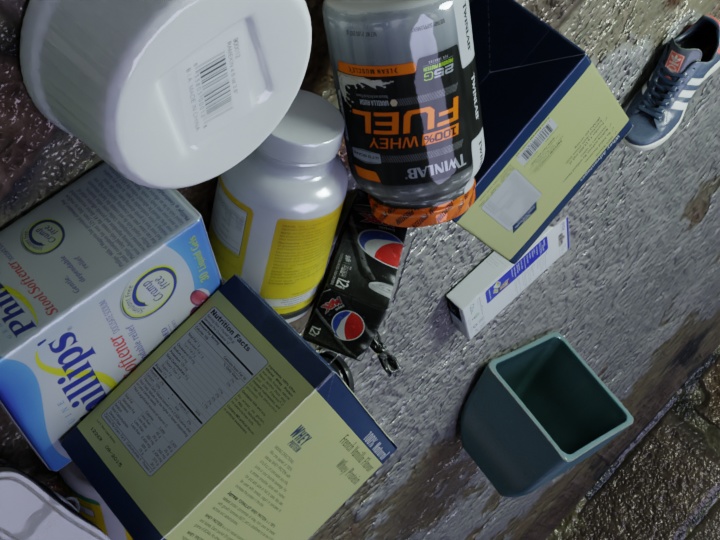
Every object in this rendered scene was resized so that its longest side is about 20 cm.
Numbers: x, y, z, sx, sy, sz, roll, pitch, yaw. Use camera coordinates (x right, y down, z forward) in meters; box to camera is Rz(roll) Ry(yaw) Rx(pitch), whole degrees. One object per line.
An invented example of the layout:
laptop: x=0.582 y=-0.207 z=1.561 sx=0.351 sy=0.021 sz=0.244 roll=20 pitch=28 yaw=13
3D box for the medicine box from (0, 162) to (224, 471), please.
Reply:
medicine box: x=-0.219 y=0.035 z=0.921 sx=0.200 sy=0.103 sz=0.182 roll=-38 pitch=151 yaw=-19

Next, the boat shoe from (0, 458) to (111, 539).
boat shoe: x=-0.282 y=0.237 z=1.015 sx=0.075 sy=0.062 sz=0.200 roll=-47 pitch=125 yaw=-10

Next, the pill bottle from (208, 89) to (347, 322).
pill bottle: x=-0.074 y=-0.055 z=0.998 sx=0.112 sy=0.112 sz=0.201 roll=-23 pitch=145 yaw=-38

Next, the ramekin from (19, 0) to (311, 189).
ramekin: x=-0.129 y=-0.155 z=0.804 sx=0.200 sy=0.098 sz=0.201 roll=-34 pitch=150 yaw=-23

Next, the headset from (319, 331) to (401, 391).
headset: x=-0.045 y=0.141 z=1.306 sx=0.200 sy=0.094 sz=0.123 roll=-45 pitch=162 yaw=20

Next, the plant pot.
plant pot: x=0.276 y=0.254 z=1.836 sx=0.196 sy=0.196 sz=0.200 roll=-18 pitch=152 yaw=-43

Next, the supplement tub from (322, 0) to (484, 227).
supplement tub: x=0.041 y=-0.146 z=0.966 sx=0.122 sy=0.122 sz=0.201 roll=-30 pitch=124 yaw=-30

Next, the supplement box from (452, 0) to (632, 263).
supplement box: x=0.145 y=-0.141 z=1.153 sx=0.200 sy=0.134 sz=0.200 roll=-50 pitch=152 yaw=7

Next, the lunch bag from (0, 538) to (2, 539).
lunch bag: x=-0.365 y=0.278 z=1.041 sx=0.150 sy=0.094 sz=0.200 roll=36 pitch=85 yaw=-44

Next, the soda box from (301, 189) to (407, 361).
soda box: x=0.000 y=0.000 z=1.118 sx=0.200 sy=0.063 sz=0.071 roll=-74 pitch=-172 yaw=-58

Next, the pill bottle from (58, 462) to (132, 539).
pill bottle: x=-0.237 y=0.223 z=1.131 sx=0.113 sy=0.113 sz=0.200 roll=-32 pitch=149 yaw=-27

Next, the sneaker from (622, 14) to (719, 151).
sneaker: x=0.404 y=-0.250 z=1.470 sx=0.200 sy=0.075 sz=0.085 roll=-54 pitch=155 yaw=-8

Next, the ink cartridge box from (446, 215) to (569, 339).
ink cartridge box: x=0.204 y=0.001 z=1.549 sx=0.200 sy=0.039 sz=0.100 roll=-40 pitch=152 yaw=-11

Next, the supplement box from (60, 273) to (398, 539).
supplement box: x=-0.104 y=0.149 z=0.967 sx=0.200 sy=0.134 sz=0.200 roll=-44 pitch=149 yaw=-7
